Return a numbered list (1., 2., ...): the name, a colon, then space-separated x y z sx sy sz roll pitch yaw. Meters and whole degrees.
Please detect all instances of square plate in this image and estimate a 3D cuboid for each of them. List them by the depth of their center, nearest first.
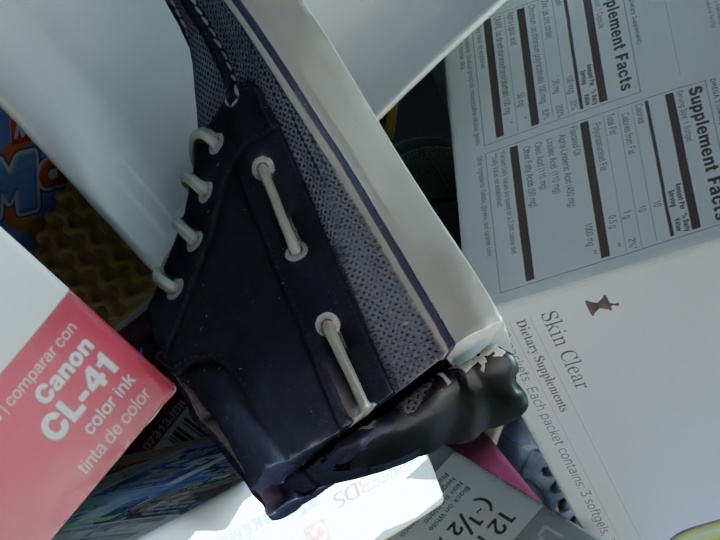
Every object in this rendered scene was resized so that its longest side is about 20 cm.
1. square plate: -0.056 -0.125 0.824 0.200 0.028 0.198 -44 90 -10

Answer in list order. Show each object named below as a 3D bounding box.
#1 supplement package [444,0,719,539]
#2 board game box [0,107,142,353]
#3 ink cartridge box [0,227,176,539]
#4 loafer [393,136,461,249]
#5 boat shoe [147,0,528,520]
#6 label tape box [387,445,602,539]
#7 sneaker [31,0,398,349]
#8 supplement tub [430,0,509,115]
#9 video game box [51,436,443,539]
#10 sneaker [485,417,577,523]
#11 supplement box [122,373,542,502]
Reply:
1. supplement package: 0.118 0.013 0.866 0.111 0.156 0.200 -18 131 14
2. board game box: -0.149 0.022 0.896 0.151 0.037 0.201 -5 117 -39
3. ink cartridge box: -0.167 -0.004 0.738 0.200 0.148 0.086 46 79 -16
4. loafer: 0.000 0.000 0.873 0.063 0.072 0.200 -28 178 28
5. boat shoe: -0.036 -0.019 0.742 0.093 0.200 0.075 -30 153 -6
6. label tape box: 0.066 0.146 0.874 0.066 0.200 0.143 -47 142 -21
7. sneaker: -0.036 -0.040 0.884 0.200 0.075 0.090 -53 142 -4
8. supplement tub: 0.111 -0.055 0.998 0.132 0.132 0.200 -39 132 -15
9. video game box: -0.102 0.104 0.799 0.182 0.200 0.047 -29 99 -42
10. sneaker: 0.111 0.128 1.132 0.075 0.084 0.200 -30 129 -23
11. supplement box: -0.003 0.096 0.999 0.110 0.086 0.200 -51 143 -8
